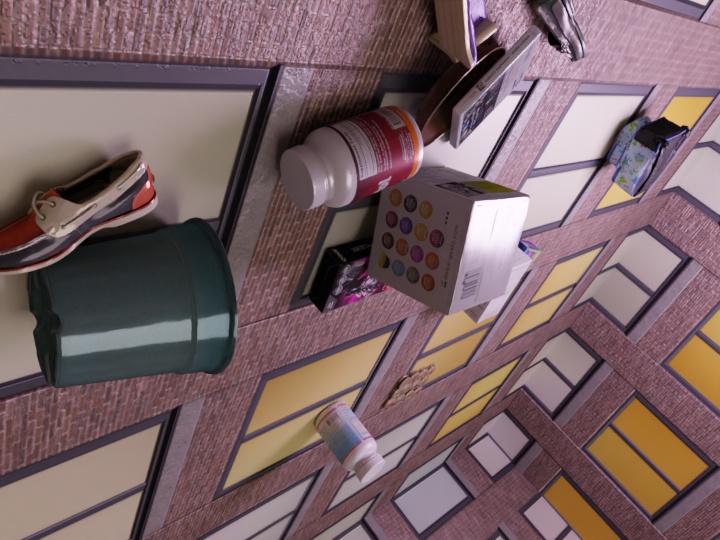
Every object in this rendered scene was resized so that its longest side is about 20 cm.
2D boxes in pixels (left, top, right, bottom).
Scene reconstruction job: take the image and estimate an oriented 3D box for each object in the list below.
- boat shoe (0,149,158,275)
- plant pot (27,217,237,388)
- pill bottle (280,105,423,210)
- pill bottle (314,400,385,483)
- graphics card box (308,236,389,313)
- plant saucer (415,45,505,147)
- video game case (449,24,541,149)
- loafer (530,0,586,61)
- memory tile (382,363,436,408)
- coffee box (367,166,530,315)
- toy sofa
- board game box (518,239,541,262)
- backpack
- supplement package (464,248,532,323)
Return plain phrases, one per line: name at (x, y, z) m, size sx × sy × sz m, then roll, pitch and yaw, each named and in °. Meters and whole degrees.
boat shoe at (-0.311, -0.064, 0.653) m, size 0.198 × 0.071 × 0.063 m, roll -32°, pitch 145°, yaw -28°
plant pot at (-0.278, 0.045, 0.738) m, size 0.193 × 0.201 × 0.202 m, roll -8°, pitch 137°, yaw -37°
pill bottle at (-0.013, -0.160, 0.890) m, size 0.198 × 0.113 × 0.114 m, roll -26°, pitch 148°, yaw -31°
pill bottle at (-0.027, 0.457, 1.639) m, size 0.108 × 0.200 × 0.110 m, roll -32°, pitch 151°, yaw -20°
graphics card box at (0.000, 0.000, 1.202) m, size 0.198 × 0.051 × 0.127 m, roll -16°, pitch 141°, yaw -43°
plant saucer at (0.149, -0.283, 0.982) m, size 0.200 × 0.037 × 0.201 m, roll -45°, pitch 172°, yaw -8°
video game case at (0.222, -0.304, 1.052) m, size 0.182 × 0.023 × 0.200 m, roll -46°, pitch 173°, yaw 2°
loafer at (0.347, -0.430, 1.085) m, size 0.062 × 0.073 × 0.199 m, roll -30°, pitch 150°, yaw 17°
memory tile at (0.162, 0.375, 1.995) m, size 0.198 × 0.017 × 0.155 m, roll -10°, pitch 137°, yaw -48°
coffee box at (0.157, -0.064, 1.120) m, size 0.198 × 0.196 × 0.204 m, roll -13°, pitch 121°, yaw -47°
toy sofa at (0.140, -0.376, 0.818) m, size 0.082 × 0.098 × 0.201 m, roll -40°, pitch 152°, yaw -7°
board game box at (0.440, 0.002, 1.830) m, size 0.133 × 0.045 × 0.201 m, roll 4°, pitch 126°, yaw -56°
backpack at (0.802, -0.329, 1.759) m, size 0.181 × 0.147 × 0.202 m, roll -27°, pitch 145°, yaw -32°
supplement package at (0.349, 0.024, 1.659) m, size 0.113 × 0.110 × 0.202 m, roll -15°, pitch 141°, yaw -44°
